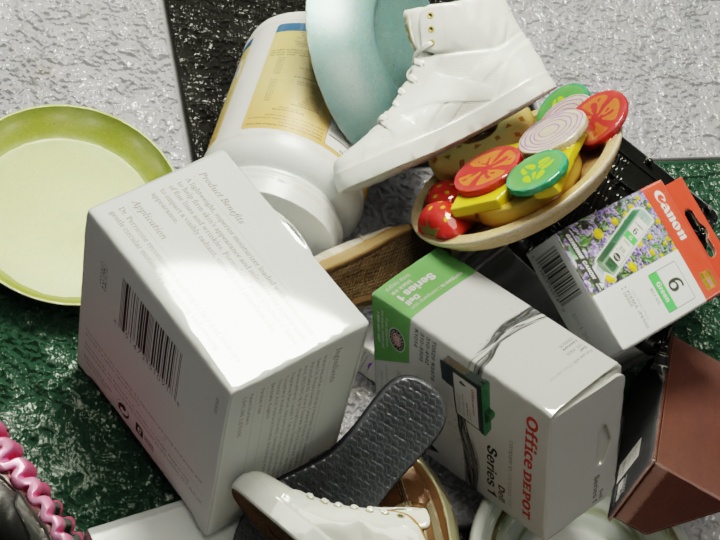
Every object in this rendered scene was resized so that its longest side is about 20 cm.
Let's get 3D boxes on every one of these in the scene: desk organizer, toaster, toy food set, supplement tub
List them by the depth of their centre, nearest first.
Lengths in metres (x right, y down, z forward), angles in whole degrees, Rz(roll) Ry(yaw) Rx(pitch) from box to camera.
[{"bbox_3d":[0.127,-0.089,1.428,0.049,0.197,0.201,59,38,-25],"label":"toy food set"},{"bbox_3d":[0.267,0.143,1.451,0.077,0.072,0.200,29,32,-3],"label":"desk organizer"},{"bbox_3d":[-0.056,-0.107,1.503,0.143,0.145,0.201,20,56,-4],"label":"supplement tub"},{"bbox_3d":[0.197,-0.013,1.518,0.180,0.119,0.201,36,55,-10],"label":"toaster"}]

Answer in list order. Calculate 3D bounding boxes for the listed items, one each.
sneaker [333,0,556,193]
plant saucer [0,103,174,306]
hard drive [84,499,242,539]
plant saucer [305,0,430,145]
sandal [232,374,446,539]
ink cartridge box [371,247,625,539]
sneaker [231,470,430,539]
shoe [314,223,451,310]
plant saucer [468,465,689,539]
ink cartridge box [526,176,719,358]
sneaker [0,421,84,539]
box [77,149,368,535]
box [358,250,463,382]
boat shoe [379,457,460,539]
[{"bbox_3d":[0.047,-0.152,1.419,0.199,0.074,0.116,-29,90,-5],"label":"sneaker"},{"bbox_3d":[-0.250,-0.051,1.479,0.198,0.031,0.202,8,57,-13],"label":"plant saucer"},{"bbox_3d":[-0.099,0.235,1.353,0.198,0.026,0.133,-14,65,-25],"label":"hard drive"},{"bbox_3d":[0.027,-0.191,1.485,0.200,0.038,0.203,21,64,-52],"label":"plant saucer"},{"bbox_3d":[-0.012,0.164,1.347,0.200,0.043,0.076,-40,94,-3],"label":"sandal"},{"bbox_3d":[0.106,0.098,1.386,0.084,0.147,0.199,-32,48,-30],"label":"ink cartridge box"},{"bbox_3d":[-0.002,0.197,1.299,0.199,0.073,0.085,36,70,-2],"label":"sneaker"},{"bbox_3d":[0.000,0.000,1.443,0.053,0.071,0.199,11,18,41],"label":"shoe"},{"bbox_3d":[0.177,0.250,1.413,0.198,0.050,0.202,8,57,-12],"label":"plant saucer"},{"bbox_3d":[0.242,-0.010,1.438,0.199,0.050,0.110,-26,82,-35],"label":"ink cartridge box"},{"bbox_3d":[-0.281,0.183,1.312,0.095,0.079,0.200,-37,74,-9],"label":"sneaker"},{"bbox_3d":[-0.112,0.056,1.339,0.130,0.201,0.199,-26,60,-29],"label":"box"},{"bbox_3d":[0.053,0.012,1.527,0.038,0.042,0.201,32,55,3],"label":"box"},{"bbox_3d":[0.036,0.221,1.359,0.073,0.076,0.201,2,54,-48],"label":"boat shoe"}]
